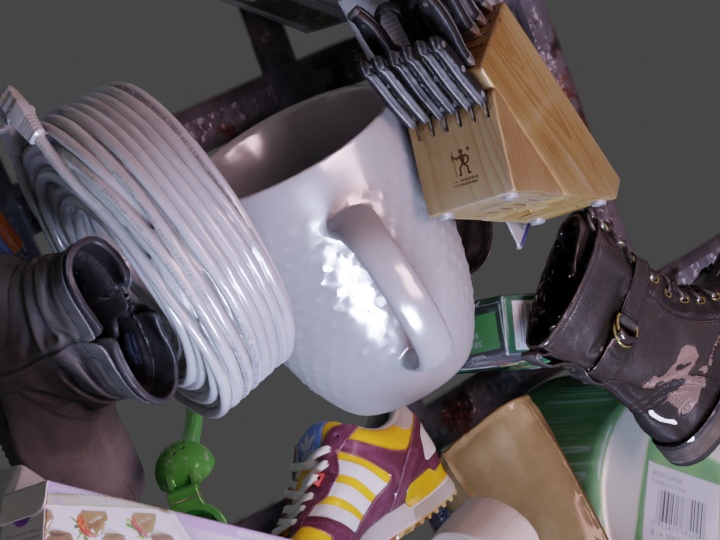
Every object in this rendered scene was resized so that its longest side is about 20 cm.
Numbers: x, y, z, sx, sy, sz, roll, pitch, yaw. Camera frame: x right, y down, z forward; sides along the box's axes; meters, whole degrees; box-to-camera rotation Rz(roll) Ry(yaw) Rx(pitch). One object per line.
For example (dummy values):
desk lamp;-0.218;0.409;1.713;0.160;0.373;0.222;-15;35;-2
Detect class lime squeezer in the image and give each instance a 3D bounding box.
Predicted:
lime squeezer;-0.096;0.146;1.504;0.038;0.071;0.200;-13;54;-5

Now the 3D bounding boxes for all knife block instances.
knife block;0.073;-0.121;1.564;0.200;0.064;0.176;2;75;-58

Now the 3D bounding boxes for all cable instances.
cable;-0.117;-0.012;1.466;0.069;0.200;0.200;-37;148;-19

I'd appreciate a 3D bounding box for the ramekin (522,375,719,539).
ramekin;0.189;0.166;1.777;0.200;0.098;0.200;10;75;-41

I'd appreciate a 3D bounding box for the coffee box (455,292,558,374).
coffee box;0.125;0.042;1.727;0.200;0.123;0.044;-2;82;-44

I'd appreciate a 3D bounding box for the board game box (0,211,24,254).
board game box;-0.282;-0.061;1.446;0.103;0.019;0.200;-48;114;-35

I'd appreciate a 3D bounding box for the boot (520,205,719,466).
boot;0.194;0.014;1.668;0.174;0.069;0.200;42;60;-30

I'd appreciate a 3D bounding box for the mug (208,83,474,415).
mug;0.000;0.000;1.574;0.148;0.200;0.175;-32;109;-10

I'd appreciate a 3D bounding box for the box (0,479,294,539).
box;-0.102;0.152;1.361;0.200;0.041;0.039;19;63;-40

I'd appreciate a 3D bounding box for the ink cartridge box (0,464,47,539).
ink cartridge box;-0.168;0.196;1.416;0.200;0.145;0.083;38;56;-31

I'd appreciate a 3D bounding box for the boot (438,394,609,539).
boot;0.107;0.209;1.694;0.200;0.175;0.066;55;26;12

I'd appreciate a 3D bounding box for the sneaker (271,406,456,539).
sneaker;-0.026;0.148;1.611;0.200;0.075;0.090;-33;96;-47

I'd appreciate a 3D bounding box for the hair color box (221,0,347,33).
hair color box;-0.045;-0.267;1.672;0.099;0.061;0.200;17;70;-40

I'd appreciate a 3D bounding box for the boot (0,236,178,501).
boot;-0.152;0.070;1.453;0.070;0.132;0.200;-55;127;-33

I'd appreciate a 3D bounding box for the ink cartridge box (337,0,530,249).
ink cartridge box;0.061;-0.131;1.685;0.200;0.043;0.196;64;21;-18

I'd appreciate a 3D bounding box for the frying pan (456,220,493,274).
frying pan;0.040;-0.083;1.734;0.115;0.031;0.190;10;63;-47

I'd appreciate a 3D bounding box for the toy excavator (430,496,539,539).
toy excavator;0.062;0.228;1.580;0.100;0.200;0.195;-45;113;-39
